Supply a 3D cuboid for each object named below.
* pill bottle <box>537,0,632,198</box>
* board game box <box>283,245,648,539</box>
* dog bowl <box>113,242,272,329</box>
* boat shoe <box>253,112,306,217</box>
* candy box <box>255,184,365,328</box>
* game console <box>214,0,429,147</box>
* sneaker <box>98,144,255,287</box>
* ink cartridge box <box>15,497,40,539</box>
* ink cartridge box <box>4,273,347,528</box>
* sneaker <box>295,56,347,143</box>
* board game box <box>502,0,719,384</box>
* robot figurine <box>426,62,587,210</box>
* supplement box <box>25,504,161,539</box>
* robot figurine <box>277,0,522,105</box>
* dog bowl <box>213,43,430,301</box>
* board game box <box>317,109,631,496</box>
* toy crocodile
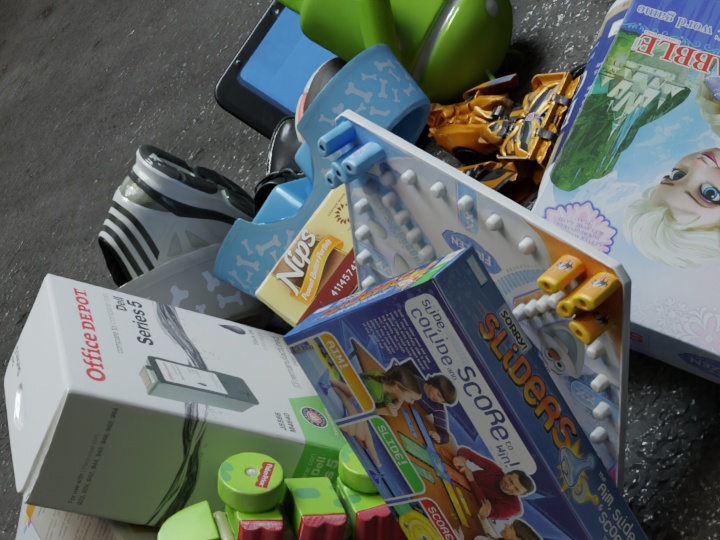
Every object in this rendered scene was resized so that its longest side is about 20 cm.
[{"bbox_3d":[0.171,-0.064,0.835,0.111,0.111,0.201,-7,52,49],"label":"pill bottle"},{"bbox_3d":[0.057,0.096,0.725,0.034,0.201,0.135,-37,10,-39],"label":"board game box"},{"bbox_3d":[-0.157,0.053,1.098,0.199,0.059,0.200,-29,-10,-6],"label":"dog bowl"},{"bbox_3d":[-0.055,-0.047,1.106,0.074,0.066,0.201,-20,61,34],"label":"boat shoe"},{"bbox_3d":[0.000,0.000,0.937,0.116,0.055,0.200,-52,-12,-3],"label":"candy box"},{"bbox_3d":[-0.002,-0.190,1.192,0.201,0.116,0.175,-57,31,-10],"label":"game console"},{"bbox_3d":[-0.145,-0.023,1.145,0.076,0.200,0.116,41,99,33],"label":"sneaker"},{"bbox_3d":[-0.188,0.211,1.045,0.145,0.087,0.201,-34,36,25],"label":"ink cartridge box"},{"bbox_3d":[-0.115,0.092,0.884,0.085,0.198,0.146,-64,27,19],"label":"ink cartridge box"},{"bbox_3d":[-0.005,-0.100,1.072,0.082,0.076,0.202,123,155,-49],"label":"sneaker"},{"bbox_3d":[0.204,-0.040,0.730,0.198,0.041,0.201,21,71,19],"label":"board game box"},{"bbox_3d":[0.101,-0.085,0.990,0.199,0.058,0.146,-8,52,58],"label":"robot figurine"},{"bbox_3d":[-0.116,0.187,0.881,0.200,0.125,0.074,45,118,45],"label":"supplement box"},{"bbox_3d":[0.032,-0.207,1.091,0.116,0.199,0.176,-63,-7,35],"label":"robot figurine"},{"bbox_3d":[-0.022,-0.057,0.939,0.201,0.049,0.111,-56,-12,21],"label":"dog bowl"},{"bbox_3d":[0.058,0.035,0.750,0.026,0.201,0.199,-35,49,-27],"label":"board game box"},{"bbox_3d":[-0.024,0.147,0.818,0.062,0.198,0.068,-126,37,-52],"label":"toy crocodile"}]
